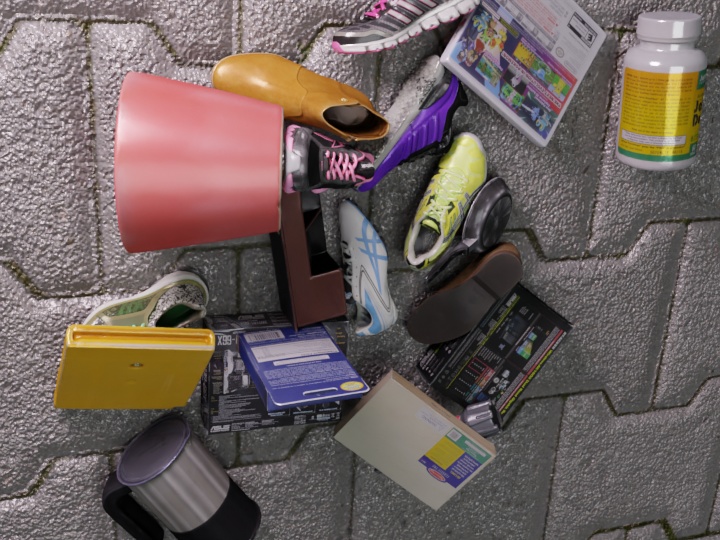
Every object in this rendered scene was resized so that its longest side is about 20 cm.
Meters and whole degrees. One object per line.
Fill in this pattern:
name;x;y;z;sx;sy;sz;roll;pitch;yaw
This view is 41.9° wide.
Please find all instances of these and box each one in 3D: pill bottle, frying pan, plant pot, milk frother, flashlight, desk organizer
pill bottle;0.417;-0.249;1.299;0.111;0.113;0.203;-8;114;-17
frying pan;0.155;-0.059;1.276;0.189;0.031;0.116;-32;140;-46
plant pot;-0.176;-0.118;1.068;0.175;0.201;0.203;2;112;-6
milk frother;-0.247;0.340;1.253;0.179;0.200;0.189;-34;119;1
flashlight;0.106;0.240;1.375;0.198;0.068;0.068;-21;117;19
desk organizer;-0.073;-0.033;1.233;0.076;0.072;0.203;-15;116;-16

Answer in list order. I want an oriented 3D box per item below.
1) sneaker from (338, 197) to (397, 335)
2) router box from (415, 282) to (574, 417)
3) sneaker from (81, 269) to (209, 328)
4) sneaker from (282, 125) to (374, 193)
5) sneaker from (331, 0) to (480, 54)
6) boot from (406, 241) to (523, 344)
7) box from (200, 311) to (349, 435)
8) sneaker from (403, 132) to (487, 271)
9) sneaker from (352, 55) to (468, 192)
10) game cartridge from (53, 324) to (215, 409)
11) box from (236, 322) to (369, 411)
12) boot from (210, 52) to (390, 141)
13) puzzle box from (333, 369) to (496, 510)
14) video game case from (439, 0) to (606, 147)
sneaker;0.000;0.000;1.272;0.072;0.072;0.202;-25;118;-20
router box;0.200;0.114;1.400;0.149;0.062;0.201;34;97;-28
sneaker;-0.278;0.072;1.190;0.199;0.089;0.077;-32;119;-5
sneaker;-0.033;-0.126;1.105;0.094;0.200;0.080;6;97;13
sneaker;0.047;-0.331;1.154;0.198;0.074;0.088;-25;112;-8
boot;0.151;0.033;1.348;0.199;0.076;0.074;-39;104;21
box;-0.119;0.138;1.299;0.197;0.050;0.160;-4;112;-19
sneaker;0.117;-0.087;1.265;0.075;0.076;0.202;21;103;8
sneaker;0.071;-0.171;1.229;0.099;0.070;0.201;34;98;-31
game cartridge;-0.288;0.125;1.179;0.174;0.033;0.200;4;151;-22
box;-0.075;0.124;1.167;0.119;0.200;0.033;-6;111;-18
boot;-0.070;-0.206;1.119;0.199;0.144;0.072;8;108;-23
puzzle box;0.077;0.244;1.333;0.199;0.026;0.133;38;112;-15
video game case;0.218;-0.294;1.235;0.199;0.023;0.184;34;83;-29
